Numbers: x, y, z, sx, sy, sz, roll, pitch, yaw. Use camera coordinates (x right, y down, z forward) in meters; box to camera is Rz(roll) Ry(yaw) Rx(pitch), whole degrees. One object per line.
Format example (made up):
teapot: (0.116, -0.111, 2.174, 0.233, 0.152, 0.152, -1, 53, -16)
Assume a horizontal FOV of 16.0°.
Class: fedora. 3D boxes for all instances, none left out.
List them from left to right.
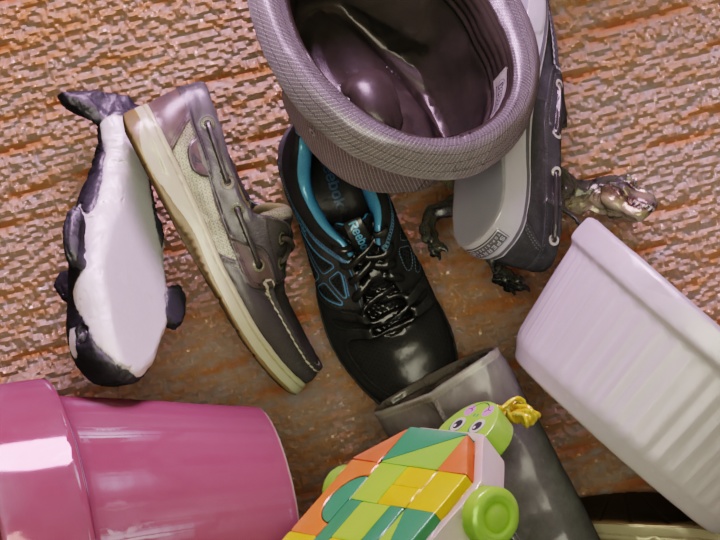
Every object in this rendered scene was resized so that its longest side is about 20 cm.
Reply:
fedora: (0.010, -0.124, 1.503, 0.176, 0.090, 0.201, -24, 71, -32)

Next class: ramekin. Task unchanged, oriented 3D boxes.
ramekin: (0.179, 0.068, 1.504, 0.202, 0.202, 0.094, 41, 94, 0)

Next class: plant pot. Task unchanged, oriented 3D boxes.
plant pot: (-0.135, 0.157, 1.511, 0.178, 0.200, 0.202, -8, 89, -16)

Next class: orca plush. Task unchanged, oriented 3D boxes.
orca plush: (-0.167, -0.013, 1.544, 0.071, 0.105, 0.201, -24, 67, 28)

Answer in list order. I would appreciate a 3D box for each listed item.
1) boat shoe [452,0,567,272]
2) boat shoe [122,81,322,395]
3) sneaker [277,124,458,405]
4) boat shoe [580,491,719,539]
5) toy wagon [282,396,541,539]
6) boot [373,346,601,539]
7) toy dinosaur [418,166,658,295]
boat shoe: (0.095, -0.089, 1.550, 0.056, 0.068, 0.201, 25, 57, -28)
boat shoe: (-0.071, -0.021, 1.552, 0.066, 0.072, 0.202, -31, 100, 1)
sneaker: (0.000, 0.000, 1.559, 0.073, 0.082, 0.201, -26, 90, -1)
boat shoe: (0.202, 0.177, 1.564, 0.198, 0.071, 0.065, 3, 101, 7)
toy wagon: (0.023, 0.135, 1.420, 0.200, 0.155, 0.040, -48, 115, -23)
boot: (0.119, 0.136, 1.506, 0.181, 0.072, 0.201, -23, 90, 28)
toy dinosaur: (0.079, -0.041, 1.579, 0.199, 0.047, 0.089, 17, 72, 1)
